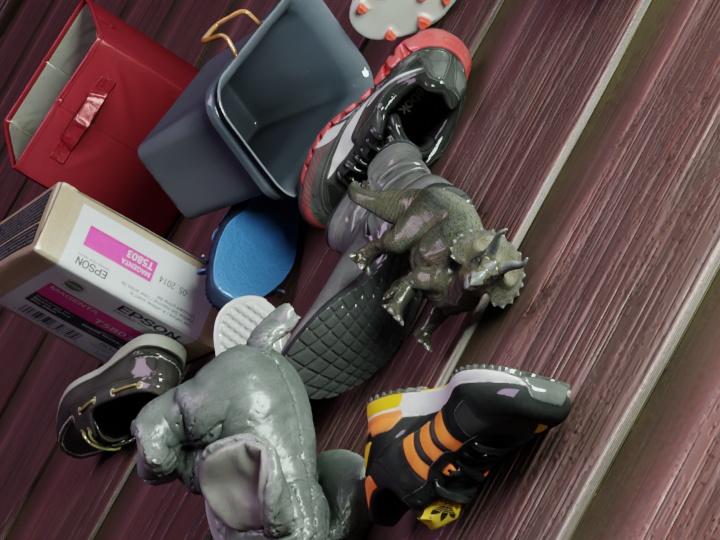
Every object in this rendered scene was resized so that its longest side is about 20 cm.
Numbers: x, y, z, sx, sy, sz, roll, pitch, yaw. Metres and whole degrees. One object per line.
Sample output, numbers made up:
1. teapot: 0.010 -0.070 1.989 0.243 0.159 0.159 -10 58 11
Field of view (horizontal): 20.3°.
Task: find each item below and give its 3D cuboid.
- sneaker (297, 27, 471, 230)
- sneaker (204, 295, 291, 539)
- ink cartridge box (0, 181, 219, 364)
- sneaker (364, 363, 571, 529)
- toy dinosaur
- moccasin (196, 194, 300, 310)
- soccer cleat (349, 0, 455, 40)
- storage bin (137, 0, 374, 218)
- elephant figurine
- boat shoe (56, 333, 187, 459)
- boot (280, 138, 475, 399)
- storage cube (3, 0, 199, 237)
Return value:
1. sneaker: 0.016 -0.101 1.620 0.201 0.071 0.098 -48 22 22
2. sneaker: -0.074 0.128 1.541 0.105 0.075 0.202 61 -153 -72
3. ink cartridge box: -0.235 0.015 1.846 0.164 0.199 0.076 -24 40 56
4. sneaker: 0.065 0.117 1.260 0.200 0.070 0.091 -20 58 58
5. toy dinosaur: 0.054 -0.012 1.409 0.102 0.077 0.200 -41 34 6
6. moccasin: -0.093 -0.019 1.771 0.068 0.080 0.200 -47 10 37
7. soccer cleat: 0.071 -0.271 1.737 0.200 0.069 0.078 -37 25 30
8. storage bin: -0.105 -0.143 1.757 0.134 0.146 0.200 -22 24 37
9. elephant figurine: -0.060 0.160 1.389 0.200 0.141 0.156 50 154 35
10. boat shoe: -0.229 0.129 1.857 0.201 0.071 0.061 -42 31 44
11. boot: 0.000 0.000 1.529 0.200 0.070 0.132 -47 28 0
12. storage cube: -0.257 -0.159 2.143 0.171 0.179 0.200 -55 21 10
